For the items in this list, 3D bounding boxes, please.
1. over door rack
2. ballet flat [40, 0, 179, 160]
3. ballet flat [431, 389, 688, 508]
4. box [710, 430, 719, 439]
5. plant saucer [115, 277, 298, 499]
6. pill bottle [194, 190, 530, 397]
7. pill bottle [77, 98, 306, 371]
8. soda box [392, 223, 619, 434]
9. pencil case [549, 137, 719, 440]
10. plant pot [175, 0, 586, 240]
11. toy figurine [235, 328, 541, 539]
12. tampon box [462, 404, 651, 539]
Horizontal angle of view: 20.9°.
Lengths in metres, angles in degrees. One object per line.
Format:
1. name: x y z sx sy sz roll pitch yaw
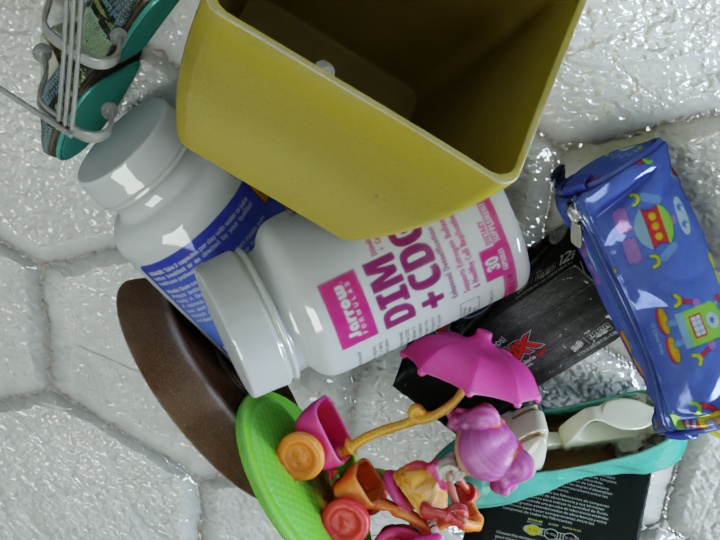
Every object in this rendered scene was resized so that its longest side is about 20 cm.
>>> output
1. over door rack: -0.234 -0.180 1.227 0.200 0.067 0.148 24 139 8
2. ballet flat: -0.178 -0.155 1.313 0.074 0.074 0.200 31 133 -11
3. ballet flat: 0.143 0.120 1.413 0.200 0.067 0.070 -9 141 -11
4. box: 0.290 0.032 1.308 0.050 0.075 0.200 31 136 -7
5. plant saucer: -0.100 0.079 1.426 0.034 0.200 0.200 -38 115 12
6. pill bottle: 0.000 0.000 1.287 0.200 0.113 0.113 -25 129 -8
7. pill bottle: -0.100 -0.023 1.369 0.112 0.112 0.200 -23 121 36
8. soda box: 0.114 0.039 1.385 0.071 0.063 0.200 39 133 -17
9. pencil case: 0.193 0.014 1.268 0.078 0.087 0.200 -16 99 61
10. plant pot: -0.004 -0.134 1.180 0.200 0.200 0.176 31 146 -11
11. toy figurine: 0.045 0.128 1.343 0.184 0.150 0.200 -32 93 19
12. tampon box: 0.137 0.228 1.461 0.126 0.200 0.150 12 134 9
